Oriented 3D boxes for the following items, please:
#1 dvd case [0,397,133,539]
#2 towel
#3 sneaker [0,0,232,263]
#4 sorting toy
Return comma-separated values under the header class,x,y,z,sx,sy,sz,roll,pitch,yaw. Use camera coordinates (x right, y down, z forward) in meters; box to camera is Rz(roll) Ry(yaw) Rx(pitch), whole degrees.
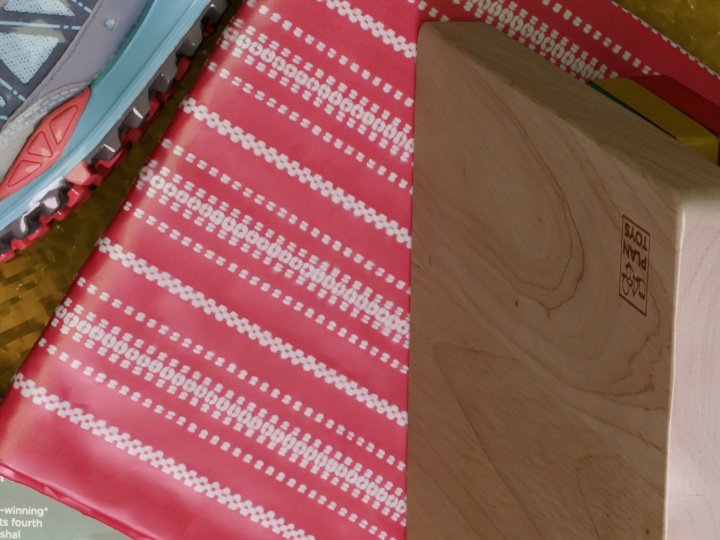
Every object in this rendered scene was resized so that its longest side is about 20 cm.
class,x,y,z,sx,sy,sz,roll,pitch,yaw
dvd case,-0.073,0.138,0.875,0.146,0.022,0.200,2,101,0
towel,0.000,0.000,0.816,0.145,0.022,0.200,30,93,-26
sneaker,-0.082,-0.089,0.812,0.096,0.079,0.200,35,89,-1
sorting toy,0.071,0.053,0.732,0.070,0.200,0.199,-3,106,-15
